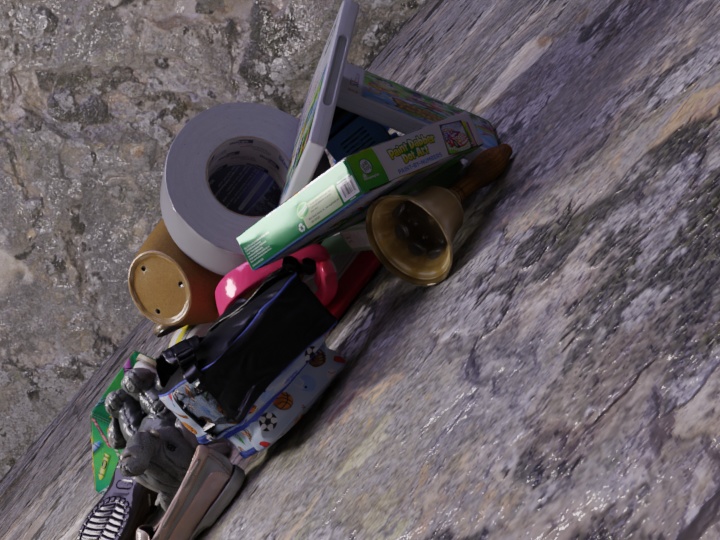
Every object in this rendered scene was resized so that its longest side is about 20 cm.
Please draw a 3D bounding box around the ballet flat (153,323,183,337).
[{"bbox_3d":[-0.231,0.045,1.690,0.067,0.047,0.200,-24,4,16],"label":"ballet flat"}]

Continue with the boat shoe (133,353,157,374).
[{"bbox_3d":[-0.252,0.180,1.650,0.069,0.074,0.201,-54,-29,-20],"label":"boat shoe"}]

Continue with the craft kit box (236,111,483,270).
[{"bbox_3d":[-0.001,-0.082,1.318,0.197,0.049,0.199,-22,-7,-45],"label":"craft kit box"}]

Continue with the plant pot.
[{"bbox_3d":[-0.189,-0.010,1.567,0.186,0.187,0.200,-42,-3,33],"label":"plant pot"}]

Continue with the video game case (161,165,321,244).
[{"bbox_3d":[-0.124,-0.098,1.556,0.143,0.199,0.019,-57,-1,-44],"label":"video game case"}]

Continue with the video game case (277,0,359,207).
[{"bbox_3d":[-0.049,-0.164,1.387,0.200,0.022,0.184,121,163,-62],"label":"video game case"}]

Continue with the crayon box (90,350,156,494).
[{"bbox_3d":[-0.318,0.221,1.768,0.201,0.058,0.119,101,-165,-49],"label":"crayon box"}]

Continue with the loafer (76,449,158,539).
[{"bbox_3d":[-0.288,0.305,1.606,0.072,0.071,0.201,7,59,35],"label":"loafer"}]

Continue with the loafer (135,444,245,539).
[{"bbox_3d":[-0.206,0.275,1.349,0.200,0.063,0.072,-51,12,-7],"label":"loafer"}]

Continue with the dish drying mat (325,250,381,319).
[{"bbox_3d":[0.000,0.000,1.570,0.200,0.018,0.077,-51,15,-10],"label":"dish drying mat"}]

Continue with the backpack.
[{"bbox_3d":[-0.121,0.104,1.355,0.200,0.155,0.190,-40,11,-31],"label":"backpack"}]

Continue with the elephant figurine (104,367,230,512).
[{"bbox_3d":[-0.229,0.216,1.505,0.200,0.153,0.143,-125,38,-53],"label":"elephant figurine"}]

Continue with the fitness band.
[{"bbox_3d":[-0.098,0.024,1.480,0.142,0.038,0.200,-19,-18,-8],"label":"fitness band"}]

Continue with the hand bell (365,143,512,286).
[{"bbox_3d":[0.103,-0.081,1.325,0.200,0.104,0.104,-43,5,-39],"label":"hand bell"}]

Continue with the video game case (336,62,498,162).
[{"bbox_3d":[0.065,-0.182,1.473,0.182,0.198,0.022,-85,18,-71],"label":"video game case"}]

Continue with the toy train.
[{"bbox_3d":[-0.006,-0.164,1.548,0.086,0.115,0.200,-36,26,5],"label":"toy train"}]

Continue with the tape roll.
[{"bbox_3d":[-0.132,-0.094,1.485,0.201,0.199,0.066,-55,-4,-28],"label":"tape roll"}]

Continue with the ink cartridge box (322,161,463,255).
[{"bbox_3d":[0.017,-0.085,1.578,0.199,0.048,0.146,-4,42,49],"label":"ink cartridge box"}]

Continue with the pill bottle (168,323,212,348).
[{"bbox_3d":[-0.200,0.117,1.724,0.115,0.114,0.200,-51,11,-12],"label":"pill bottle"}]

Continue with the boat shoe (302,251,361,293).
[{"bbox_3d":[-0.062,0.006,1.667,0.200,0.068,0.072,-44,12,27],"label":"boat shoe"}]
